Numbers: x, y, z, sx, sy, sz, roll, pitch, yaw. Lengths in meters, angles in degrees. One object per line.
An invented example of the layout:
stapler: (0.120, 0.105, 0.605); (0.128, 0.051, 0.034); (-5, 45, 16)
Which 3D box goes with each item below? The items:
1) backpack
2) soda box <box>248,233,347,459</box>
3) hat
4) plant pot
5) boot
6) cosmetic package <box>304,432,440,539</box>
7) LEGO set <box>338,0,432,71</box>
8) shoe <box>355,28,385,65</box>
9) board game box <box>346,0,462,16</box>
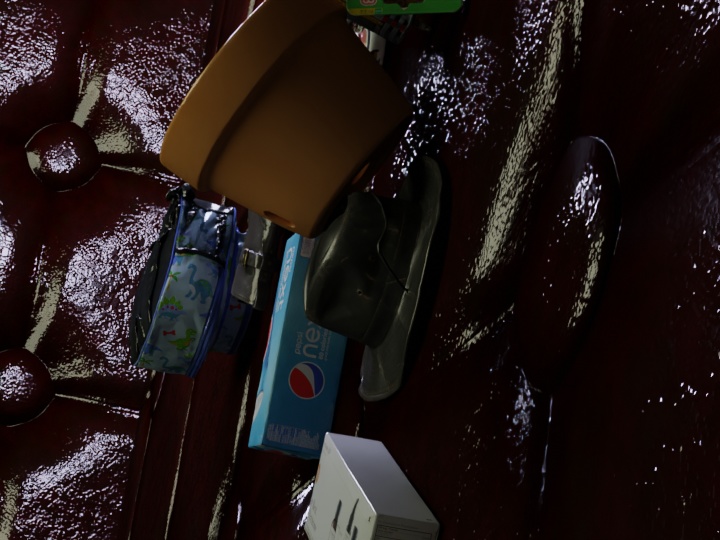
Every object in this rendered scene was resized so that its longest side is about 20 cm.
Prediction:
backpack: (-0.206, 0.031, 1.992); (0.183, 0.146, 0.201); (119, 164, -54)
soda box: (-0.051, 0.069, 1.453); (0.068, 0.064, 0.202); (151, 131, -73)
hat: (0.000, 0.000, 1.253); (0.201, 0.080, 0.202); (-168, 90, -77)
plant pot: (-0.050, -0.122, 1.305); (0.200, 0.140, 0.200); (-50, -5, -6)
boot: (-0.125, -0.047, 1.890); (0.200, 0.069, 0.175); (-135, 59, -73)
cosmetic package: (0.003, 0.183, 1.129); (0.200, 0.050, 0.083); (-139, 64, -76)
LEGO set: (0.023, -0.246, 1.410); (0.154, 0.115, 0.201); (-55, -9, -41)
shoe: (-0.041, -0.189, 1.598); (0.200, 0.090, 0.072); (127, 153, -62)
board game box: (0.036, -0.290, 1.316); (0.030, 0.095, 0.201); (82, -172, -60)
